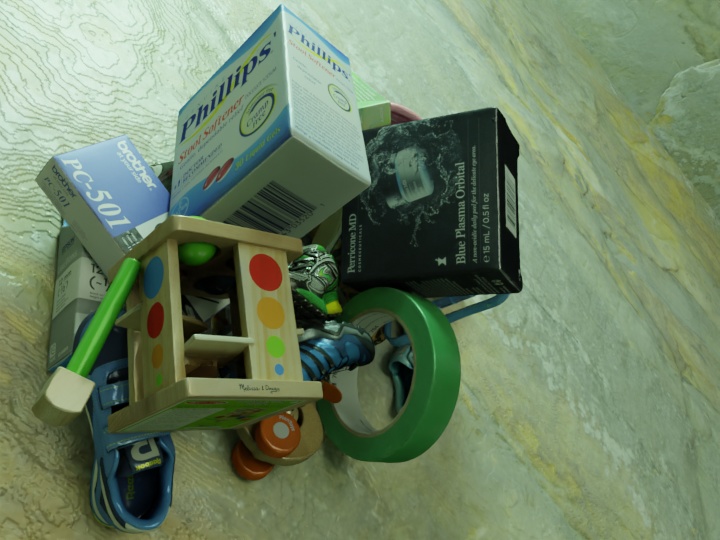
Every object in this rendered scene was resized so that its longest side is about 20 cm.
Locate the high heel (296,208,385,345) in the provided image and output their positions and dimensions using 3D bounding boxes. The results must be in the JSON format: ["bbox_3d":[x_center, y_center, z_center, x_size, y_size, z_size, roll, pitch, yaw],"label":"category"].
[{"bbox_3d":[0.000,0.000,0.908,0.142,0.071,0.201,25,80,-30],"label":"high heel"}]

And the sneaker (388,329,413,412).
[{"bbox_3d":[0.080,0.120,0.954,0.082,0.074,0.201,28,46,-36],"label":"sneaker"}]

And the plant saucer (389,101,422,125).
[{"bbox_3d":[0.019,-0.154,0.996,0.200,0.201,0.051,39,12,-24],"label":"plant saucer"}]

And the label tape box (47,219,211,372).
[{"bbox_3d":[-0.230,0.012,0.688,0.143,0.066,0.201,18,54,-40],"label":"label tape box"}]

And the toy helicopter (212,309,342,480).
[{"bbox_3d":[-0.108,0.121,0.748,0.132,0.079,0.200,-18,67,-45],"label":"toy helicopter"}]

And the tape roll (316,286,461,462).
[{"bbox_3d":[0.027,0.122,0.788,0.048,0.200,0.201,18,53,-40],"label":"tape roll"}]

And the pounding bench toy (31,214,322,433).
[{"bbox_3d":[-0.152,0.038,0.532,0.199,0.124,0.157,10,62,-43],"label":"pounding bench toy"}]

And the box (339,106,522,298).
[{"bbox_3d":[0.088,-0.073,0.823,0.117,0.199,0.198,28,60,-61],"label":"box"}]

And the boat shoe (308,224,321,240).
[{"bbox_3d":[-0.036,-0.046,0.946,0.200,0.072,0.076,36,54,-26],"label":"boat shoe"}]

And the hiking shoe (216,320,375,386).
[{"bbox_3d":[-0.064,0.106,0.709,0.199,0.074,0.087,3,57,-37],"label":"hiking shoe"}]

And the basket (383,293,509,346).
[{"bbox_3d":[0.107,0.002,0.927,0.139,0.176,0.201,52,21,-39],"label":"basket"}]

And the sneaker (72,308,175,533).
[{"bbox_3d":[-0.198,0.131,0.578,0.074,0.082,0.201,-10,96,-35],"label":"sneaker"}]

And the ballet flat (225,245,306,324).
[{"bbox_3d":[-0.122,0.018,0.793,0.072,0.072,0.200,53,26,-6],"label":"ballet flat"}]

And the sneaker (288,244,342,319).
[{"bbox_3d":[-0.070,0.013,0.751,0.200,0.078,0.086,8,81,-82],"label":"sneaker"}]

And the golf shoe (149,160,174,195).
[{"bbox_3d":[-0.204,-0.113,0.792,0.088,0.077,0.200,18,29,-3],"label":"golf shoe"}]

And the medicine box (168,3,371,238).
[{"bbox_3d":[-0.098,-0.128,0.678,0.103,0.182,0.201,29,39,-39],"label":"medicine box"}]

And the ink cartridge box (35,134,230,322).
[{"bbox_3d":[-0.211,-0.030,0.651,0.200,0.044,0.094,54,35,-4],"label":"ink cartridge box"}]

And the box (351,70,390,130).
[{"bbox_3d":[-0.077,-0.211,0.884,0.199,0.036,0.144,-17,36,-13],"label":"box"}]
